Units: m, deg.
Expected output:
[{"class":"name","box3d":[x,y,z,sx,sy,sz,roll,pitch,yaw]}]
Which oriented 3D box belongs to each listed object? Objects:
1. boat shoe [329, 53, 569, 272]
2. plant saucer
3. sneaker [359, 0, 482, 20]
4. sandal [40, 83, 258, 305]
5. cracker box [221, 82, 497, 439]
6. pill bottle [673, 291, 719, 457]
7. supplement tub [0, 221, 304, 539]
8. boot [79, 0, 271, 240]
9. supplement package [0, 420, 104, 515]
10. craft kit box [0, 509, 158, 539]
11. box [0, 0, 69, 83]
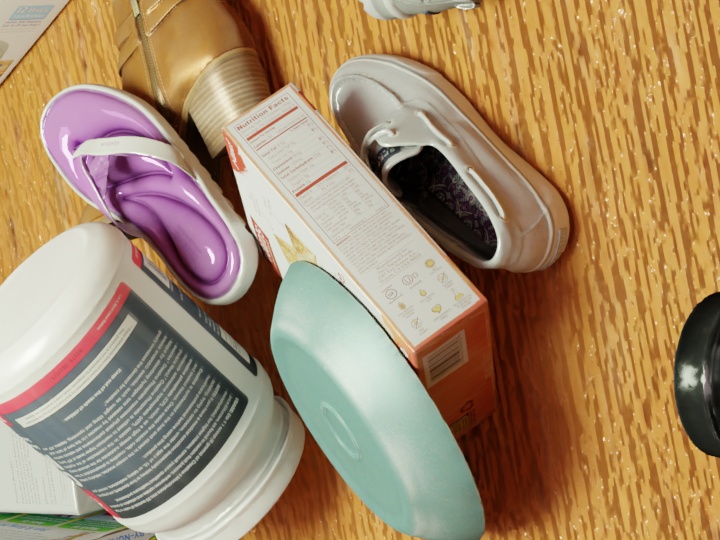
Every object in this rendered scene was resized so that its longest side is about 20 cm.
[{"class":"boat shoe","box3d":[0.037,-0.064,1.128,0.200,0.068,0.072,49,126,29]},{"class":"plant saucer","box3d":[0.001,0.088,1.132,0.200,0.036,0.200,51,164,21]},{"class":"sneaker","box3d":[0.047,-0.247,1.104,0.081,0.075,0.202,9,109,29]},{"class":"sandal","box3d":[-0.145,-0.056,1.232,0.202,0.050,0.083,39,111,24]},{"class":"cracker box","box3d":[0.000,0.000,1.136,0.200,0.057,0.134,50,165,29]},{"class":"pill bottle","box3d":[0.254,0.054,0.896,0.199,0.111,0.113,0,96,45]},{"class":"supplement tub","box3d":[-0.146,0.080,1.222,0.140,0.141,0.200,-19,124,44]},{"class":"boot","box3d":[-0.146,-0.120,1.305,0.199,0.073,0.156,-35,72,30]},{"class":"supplement package","box3d":[-0.227,0.107,1.381,0.199,0.119,0.123,-5,94,45]},{"class":"craft kit box","box3d":[-0.223,0.195,1.336,0.199,0.196,0.049,-3,93,46]},{"class":"box","box3d":[-0.289,-0.227,1.401,0.200,0.112,0.102,-40,69,39]}]
